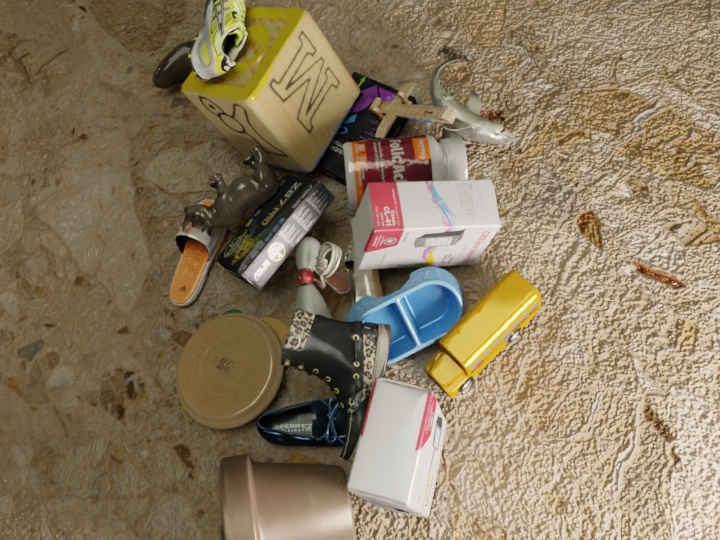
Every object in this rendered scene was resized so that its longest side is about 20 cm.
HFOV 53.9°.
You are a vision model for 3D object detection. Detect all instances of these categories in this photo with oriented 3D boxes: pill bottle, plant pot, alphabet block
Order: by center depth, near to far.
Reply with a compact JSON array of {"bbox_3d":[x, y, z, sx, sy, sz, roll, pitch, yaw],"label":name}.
[{"bbox_3d":[-0.100,0.350,0.999,0.172,0.201,0.202,-8,64,-10],"label":"plant pot"},{"bbox_3d":[0.073,-0.164,1.181,0.197,0.114,0.116,-6,66,-1],"label":"pill bottle"},{"bbox_3d":[-0.154,-0.318,1.248,0.194,0.200,0.198,17,71,37],"label":"alphabet block"}]

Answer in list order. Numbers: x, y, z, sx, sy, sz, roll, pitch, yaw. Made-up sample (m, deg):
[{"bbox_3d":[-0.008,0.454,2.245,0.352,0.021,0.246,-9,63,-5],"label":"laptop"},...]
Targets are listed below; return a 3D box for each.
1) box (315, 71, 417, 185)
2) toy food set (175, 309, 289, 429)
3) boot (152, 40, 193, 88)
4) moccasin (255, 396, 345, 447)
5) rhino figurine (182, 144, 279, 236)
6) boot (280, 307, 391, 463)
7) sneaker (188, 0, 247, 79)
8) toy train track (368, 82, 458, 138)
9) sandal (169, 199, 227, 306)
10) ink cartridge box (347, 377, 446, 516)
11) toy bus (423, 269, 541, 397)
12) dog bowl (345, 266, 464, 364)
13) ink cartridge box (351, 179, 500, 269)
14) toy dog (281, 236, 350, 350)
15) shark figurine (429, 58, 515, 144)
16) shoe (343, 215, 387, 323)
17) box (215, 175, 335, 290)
[{"bbox_3d":[-0.007,-0.256,1.297,0.142,0.036,0.201,28,79,24],"label":"box"},{"bbox_3d":[-0.215,0.161,1.169,0.196,0.049,0.202,8,70,18],"label":"toy food set"},{"bbox_3d":[-0.320,-0.410,1.424,0.199,0.075,0.097,-35,61,-3],"label":"boot"},{"bbox_3d":[-0.064,0.237,1.084,0.197,0.068,0.081,-13,64,6],"label":"moccasin"},{"bbox_3d":[-0.230,-0.126,1.235,0.199,0.060,0.088,-35,87,0],"label":"rhino figurine"},{"bbox_3d":[-0.046,0.163,1.034,0.152,0.074,0.206,14,81,-1],"label":"boot"},{"bbox_3d":[-0.215,-0.404,1.169,0.076,0.075,0.202,5,75,26],"label":"sneaker"},{"bbox_3d":[0.080,-0.276,1.201,0.199,0.032,0.116,21,78,46],"label":"toy train track"},{"bbox_3d":[-0.297,-0.040,1.269,0.078,0.059,0.209,7,70,17],"label":"sandal"},{"bbox_3d":[0.057,0.247,0.967,0.085,0.200,0.149,8,70,17],"label":"ink cartridge box"},{"bbox_3d":[0.183,0.097,1.072,0.200,0.078,0.065,-44,64,-6],"label":"toy bus"},{"bbox_3d":[0.071,0.075,1.096,0.198,0.050,0.112,-27,102,2],"label":"dog bowl"},{"bbox_3d":[0.096,-0.069,1.092,0.197,0.148,0.087,-2,67,-11],"label":"ink cartridge box"},{"bbox_3d":[-0.061,0.053,1.147,0.131,0.096,0.203,7,84,49],"label":"toy dog"},{"bbox_3d":[0.154,-0.272,1.230,0.127,0.090,0.215,-20,61,-26],"label":"shark figurine"},{"bbox_3d":[0.000,0.000,1.164,0.053,0.070,0.202,-7,67,-9],"label":"shoe"},{"bbox_3d":[-0.148,-0.069,1.204,0.201,0.049,0.161,-51,29,-9],"label":"box"}]
